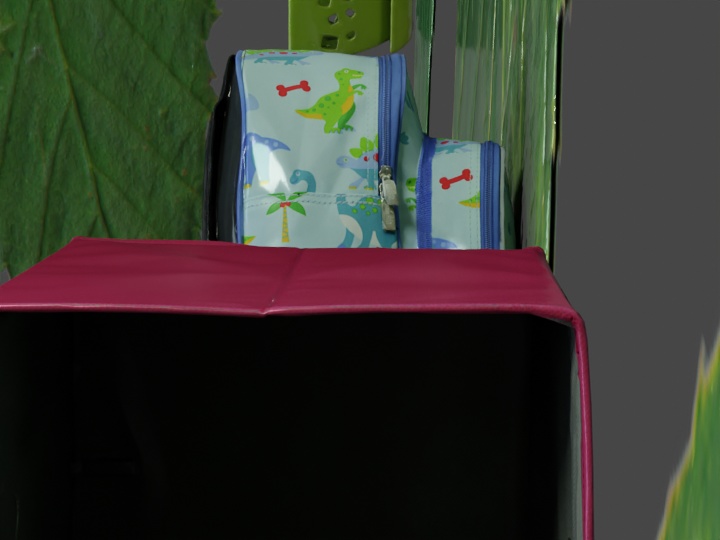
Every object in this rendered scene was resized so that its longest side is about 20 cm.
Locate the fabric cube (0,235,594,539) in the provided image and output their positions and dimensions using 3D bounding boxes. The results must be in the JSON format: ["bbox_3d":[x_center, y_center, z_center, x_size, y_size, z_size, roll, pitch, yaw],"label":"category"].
[{"bbox_3d":[-0.025,0.095,0.698,0.199,0.199,0.197,-71,-18,-84],"label":"fabric cube"}]

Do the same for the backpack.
[{"bbox_3d":[0.000,0.000,0.945,0.183,0.146,0.201,93,173,-71],"label":"backpack"}]

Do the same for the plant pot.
[{"bbox_3d":[-0.012,-0.418,2.903,0.200,0.180,0.200,-90,1,-70],"label":"plant pot"}]
